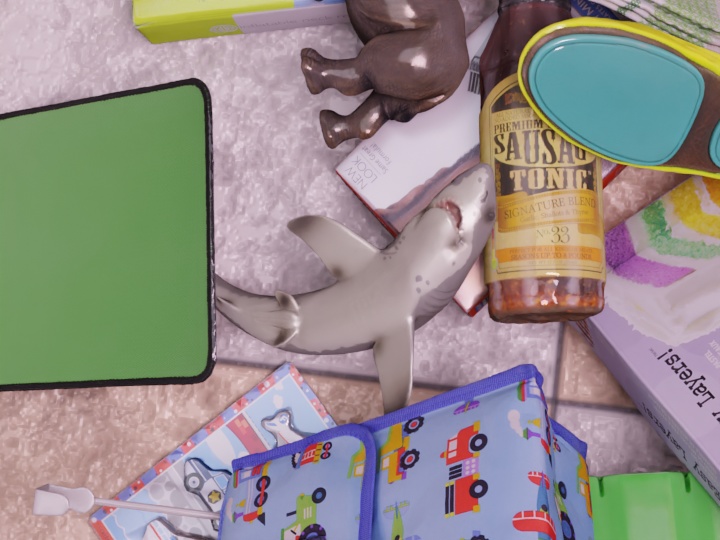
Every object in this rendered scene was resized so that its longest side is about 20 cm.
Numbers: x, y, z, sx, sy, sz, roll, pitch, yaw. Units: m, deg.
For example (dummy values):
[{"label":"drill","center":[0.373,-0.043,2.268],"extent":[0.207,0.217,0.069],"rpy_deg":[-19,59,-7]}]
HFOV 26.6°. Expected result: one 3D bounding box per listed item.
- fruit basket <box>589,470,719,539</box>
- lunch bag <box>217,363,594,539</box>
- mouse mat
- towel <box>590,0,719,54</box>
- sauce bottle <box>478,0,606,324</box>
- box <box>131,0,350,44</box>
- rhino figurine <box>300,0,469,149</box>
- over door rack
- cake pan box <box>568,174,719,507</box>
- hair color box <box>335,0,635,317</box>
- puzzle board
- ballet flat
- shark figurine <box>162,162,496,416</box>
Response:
[{"label":"fruit basket","center":[0.170,0.206,0.764],"extent":[0.212,0.156,0.219],"rpy_deg":[-2,70,6]},{"label":"lunch bag","center":[0.008,0.149,0.725],"extent":[0.198,0.094,0.152],"rpy_deg":[-14,51,20]},{"label":"mouse mat","center":[-0.157,-0.016,0.849],"extent":[0.198,0.007,0.164],"rpy_deg":[-5,84,35]},{"label":"towel","center":[0.138,-0.184,0.796],"extent":[0.198,0.031,0.151],"rpy_deg":[20,50,-22]},{"label":"sauce bottle","center":[0.090,-0.075,0.782],"extent":[0.065,0.066,0.203],"rpy_deg":[-4,83,5]},{"label":"box","center":[-0.034,-0.204,0.877],"extent":[0.197,0.048,0.124],"rpy_deg":[-5,85,5]},{"label":"rhino figurine","center":[0.007,-0.172,0.816],"extent":[0.086,0.060,0.203],"rpy_deg":[-10,76,11]},{"label":"over door rack","center":[-0.087,0.195,0.815],"extent":[0.197,0.067,0.150],"rpy_deg":[8,86,-13]},{"label":"cake pan box","center":[0.222,0.023,0.772],"extent":[0.183,0.052,0.201],"rpy_deg":[-33,47,-1]},{"label":"hair color box","center":[0.095,-0.083,0.846],"extent":[0.200,0.064,0.111],"rpy_deg":[-45,83,2]},{"label":"puzzle board","center":[-0.040,0.177,0.861],"extent":[0.150,0.017,0.201],"rpy_deg":[-37,82,2]},{"label":"ballet flat","center":[0.164,-0.083,0.756],"extent":[0.197,0.067,0.067],"rpy_deg":[16,119,-14]},{"label":"shark figurine","center":[-0.015,0.014,0.817],"extent":[0.212,0.089,0.130],"rpy_deg":[-1,89,31]}]
